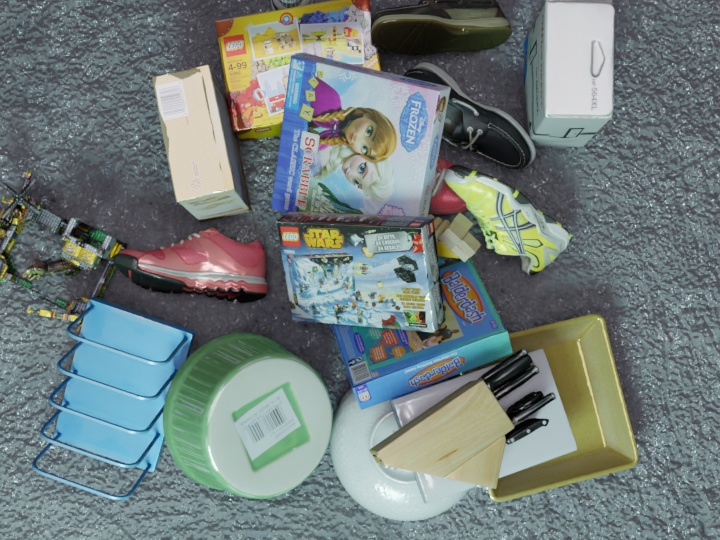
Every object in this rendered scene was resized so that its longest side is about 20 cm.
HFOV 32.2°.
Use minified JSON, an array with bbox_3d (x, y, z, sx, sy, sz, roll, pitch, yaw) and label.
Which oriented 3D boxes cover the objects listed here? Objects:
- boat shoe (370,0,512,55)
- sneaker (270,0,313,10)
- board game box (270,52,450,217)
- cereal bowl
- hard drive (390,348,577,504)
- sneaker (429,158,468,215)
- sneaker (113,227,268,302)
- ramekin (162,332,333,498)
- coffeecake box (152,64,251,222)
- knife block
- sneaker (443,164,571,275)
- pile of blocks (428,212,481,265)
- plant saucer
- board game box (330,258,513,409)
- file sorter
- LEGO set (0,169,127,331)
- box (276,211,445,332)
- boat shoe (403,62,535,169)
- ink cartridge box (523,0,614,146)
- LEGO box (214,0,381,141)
[{"bbox_3d":[0.099,-0.322,1.608,0.201,0.072,0.066,-4,64,-25],"label":"boat shoe"},{"bbox_3d":[-0.089,-0.434,1.632,0.076,0.081,0.200,-6,84,2],"label":"sneaker"},{"bbox_3d":[-0.003,-0.147,1.528,0.199,0.041,0.200,16,111,20],"label":"board game box"},{"bbox_3d":[0.058,0.219,1.575,0.200,0.083,0.200,0,86,2],"label":"cereal bowl"},{"bbox_3d":[0.151,0.189,1.530,0.200,0.025,0.132,-18,86,-11],"label":"hard drive"},{"bbox_3d":[0.059,-0.126,1.592,0.200,0.087,0.074,24,87,3],"label":"sneaker"},{"bbox_3d":[-0.215,-0.014,1.604,0.200,0.074,0.087,9,73,-15],"label":"sneaker"},{"bbox_3d":[-0.131,0.182,1.526,0.200,0.098,0.200,-4,99,-31],"label":"ramekin"},{"bbox_3d":[-0.193,-0.152,1.550,0.073,0.200,0.154,-12,85,0],"label":"coffeecake box"},{"bbox_3d":[0.125,0.165,1.484,0.200,0.064,0.176,13,81,-7],"label":"knife block"},{"bbox_3d":[0.179,-0.063,1.569,0.200,0.075,0.076,33,91,-24],"label":"sneaker"},{"bbox_3d":[0.062,-0.043,1.595,0.200,0.062,0.082,12,123,22],"label":"pile of blocks"},{"bbox_3d":[0.231,0.173,1.582,0.200,0.048,0.200,-13,84,-9],"label":"plant saucer"},{"bbox_3d":[0.071,0.076,1.560,0.200,0.152,0.045,-20,130,0],"label":"board game box"},{"bbox_3d":[-0.309,0.161,1.536,0.139,0.123,0.200,19,108,3],"label":"file sorter"},{"bbox_3d":[-0.396,-0.017,1.583,0.200,0.116,0.154,34,87,4],"label":"LEGO set"},{"bbox_3d":[0.000,0.000,1.530,0.200,0.040,0.137,4,115,27],"label":"box"},{"bbox_3d":[0.131,-0.187,1.605,0.200,0.076,0.060,34,46,12],"label":"boat shoe"},{"bbox_3d":[0.255,-0.241,1.549,0.084,0.200,0.146,1,85,1],"label":"ink cartridge box"},{"bbox_3d":[-0.075,-0.261,1.618,0.200,0.077,0.149,-10,86,0],"label":"LEGO box"}]
